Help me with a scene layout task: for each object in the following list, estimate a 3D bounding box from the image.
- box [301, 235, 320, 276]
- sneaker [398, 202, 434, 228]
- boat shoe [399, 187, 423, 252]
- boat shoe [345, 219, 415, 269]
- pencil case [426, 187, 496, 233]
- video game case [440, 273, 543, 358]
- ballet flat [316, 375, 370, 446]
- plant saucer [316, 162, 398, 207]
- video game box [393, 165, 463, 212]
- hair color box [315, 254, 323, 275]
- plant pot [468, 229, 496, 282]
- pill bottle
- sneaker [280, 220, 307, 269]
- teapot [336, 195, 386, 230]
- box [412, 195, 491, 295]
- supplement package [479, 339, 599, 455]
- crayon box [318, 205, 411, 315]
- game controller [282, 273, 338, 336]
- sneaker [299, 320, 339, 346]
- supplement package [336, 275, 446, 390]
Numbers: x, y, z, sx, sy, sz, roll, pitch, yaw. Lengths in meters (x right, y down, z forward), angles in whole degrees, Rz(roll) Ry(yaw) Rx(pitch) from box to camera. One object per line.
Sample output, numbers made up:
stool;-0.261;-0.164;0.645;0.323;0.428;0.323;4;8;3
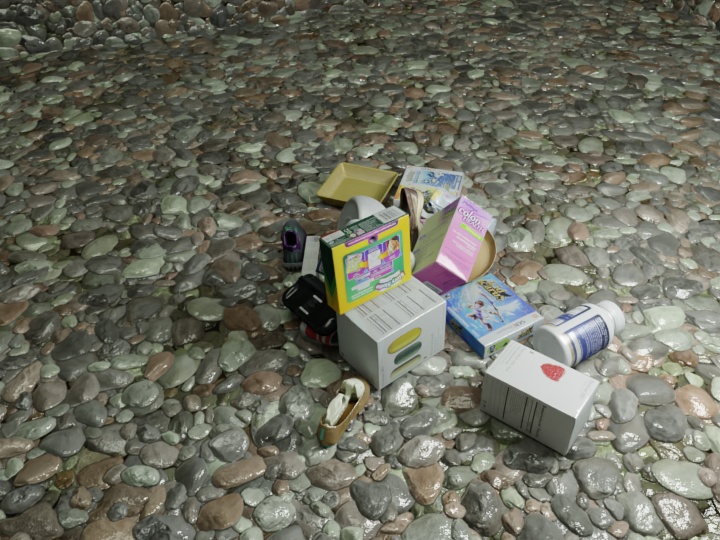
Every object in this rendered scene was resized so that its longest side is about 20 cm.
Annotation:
box;-0.130;-0.018;1.836;0.041;0.039;0.201;-1;40;2
sneaker;0.178;-0.119;1.935;0.199;0.080;0.087;33;87;20
boat shoe;0.121;-0.125;1.861;0.072;0.202;0.072;14;-10;-35
boat shoe;0.040;-0.057;1.683;0.201;0.075;0.065;36;24;15
pencil case;0.279;-0.152;1.925;0.199;0.084;0.091;34;18;20
video game case;0.306;0.104;1.673;0.180;0.046;0.200;-21;43;-24
ballet flat;-0.034;0.275;1.453;0.067;0.073;0.200;17;43;23
plant saucer;-0.007;-0.244;2.099;0.198;0.049;0.200;13;42;17
video game box;0.207;-0.240;2.092;0.181;0.047;0.201;7;40;13
hair color box;0.000;0.000;1.695;0.199;0.061;0.100;24;26;3
plant pot;0.257;-0.047;1.827;0.198;0.028;0.201;-4;59;7
pill bottle;0.498;0.142;1.568;0.199;0.112;0.111;-23;44;-23
sneaker;-0.181;-0.094;1.891;0.074;0.088;0.201;-6;40;-5
teapot;0.029;-0.095;1.832;0.145;0.202;0.197;11;-6;-21
box;0.209;-0.052;1.705;0.096;0.176;0.201;31;62;-14
supplement package;0.364;0.257;1.426;0.199;0.120;0.121;25;45;28
crayon box;0.015;-0.023;1.496;0.199;0.174;0.058;-25;40;-26
game controller;-0.104;0.079;1.636;0.104;0.042;0.200;-46;46;-9
sneaker;-0.040;0.105;1.660;0.112;0.072;0.200;25;54;34
supplement package;0.069;0.131;1.561;0.199;0.153;0.150;-27;44;-28
